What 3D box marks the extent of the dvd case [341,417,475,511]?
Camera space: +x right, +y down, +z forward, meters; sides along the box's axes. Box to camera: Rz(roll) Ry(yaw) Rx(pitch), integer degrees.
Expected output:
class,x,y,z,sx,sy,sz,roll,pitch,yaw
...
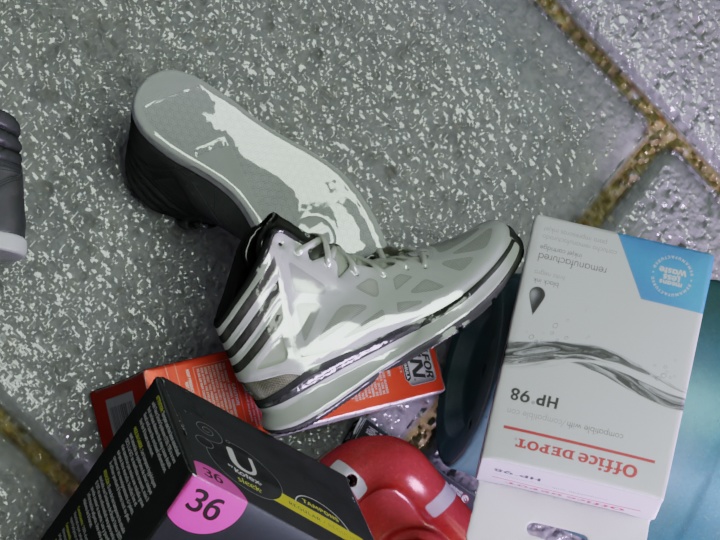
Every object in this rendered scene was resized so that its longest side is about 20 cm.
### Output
class,x,y,z,sx,sy,sz,roll,pitch,yaw
dvd case,0.009,0.219,1.751,0.146,0.022,0.200,35,67,-16

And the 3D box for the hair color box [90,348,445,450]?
class,x,y,z,sx,sy,sz,roll,pitch,yaw
hair color box,-0.059,0.077,1.698,0.200,0.101,0.061,-12,86,-28

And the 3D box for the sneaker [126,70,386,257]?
class,x,y,z,sx,sy,sz,roll,pitch,yaw
sneaker,-0.068,-0.043,1.704,0.200,0.099,0.071,39,69,-3

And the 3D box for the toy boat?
class,x,y,z,sx,sy,sz,roll,pitch,yaw
toy boat,0.042,0.195,1.685,0.200,0.131,0.131,49,65,-10

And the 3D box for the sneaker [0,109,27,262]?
class,x,y,z,sx,sy,sz,roll,pitch,yaw
sneaker,-0.291,-0.070,1.608,0.200,0.071,0.100,12,75,-30

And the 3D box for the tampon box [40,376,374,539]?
class,x,y,z,sx,sy,sz,roll,pitch,yaw
tampon box,-0.106,0.197,1.579,0.150,0.126,0.200,30,105,-25

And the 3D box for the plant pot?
class,x,y,z,sx,sy,sz,roll,pitch,yaw
plant pot,0.155,0.086,1.757,0.187,0.200,0.201,13,76,-11

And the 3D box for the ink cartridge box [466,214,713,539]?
class,x,y,z,sx,sy,sz,roll,pitch,yaw
ink cartridge box,0.140,0.079,1.632,0.115,0.067,0.201,13,74,3

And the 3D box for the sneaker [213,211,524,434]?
class,x,y,z,sx,sy,sz,roll,pitch,yaw
sneaker,0.000,0.000,1.617,0.200,0.076,0.116,-34,104,-17
